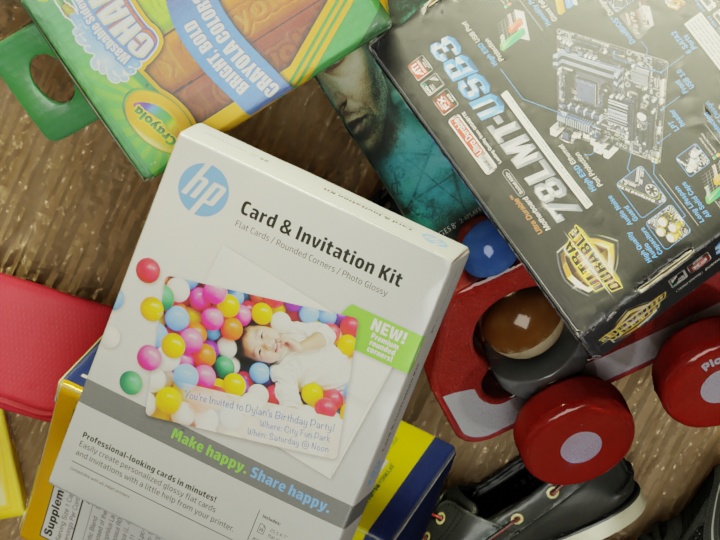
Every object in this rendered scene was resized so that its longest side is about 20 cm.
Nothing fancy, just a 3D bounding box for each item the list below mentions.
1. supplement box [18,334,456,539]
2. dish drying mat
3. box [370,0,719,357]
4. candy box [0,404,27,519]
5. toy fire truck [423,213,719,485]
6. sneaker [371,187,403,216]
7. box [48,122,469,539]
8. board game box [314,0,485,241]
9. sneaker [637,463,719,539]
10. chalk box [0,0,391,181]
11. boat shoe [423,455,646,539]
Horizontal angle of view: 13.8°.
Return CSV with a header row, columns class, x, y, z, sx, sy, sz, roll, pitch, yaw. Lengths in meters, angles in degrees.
class,x,y,z,sx,sy,sz,roll,pitch,yaw
supplement box,-0.067,0.120,1.615,0.199,0.110,0.109,26,123,10
dish drying mat,-0.236,0.028,1.635,0.199,0.018,0.077,18,106,-14
box,0.139,-0.093,1.505,0.198,0.050,0.200,-37,67,3
candy box,-0.255,0.053,1.666,0.102,0.026,0.201,-11,111,-3
toy fire truck,0.123,0.010,1.597,0.199,0.112,0.168,-23,134,5
sneaker,0.000,0.000,1.637,0.082,0.070,0.201,20,107,-12
box,-0.053,0.049,1.507,0.155,0.041,0.201,25,105,9
board game box,0.084,-0.117,1.582,0.199,0.028,0.136,-33,85,2
sneaker,0.152,0.193,1.718,0.086,0.080,0.201,31,101,-3
chalk box,-0.099,-0.140,1.550,0.199,0.124,0.125,-33,108,9
boat shoe,0.062,0.150,1.698,0.201,0.074,0.063,-28,107,3
